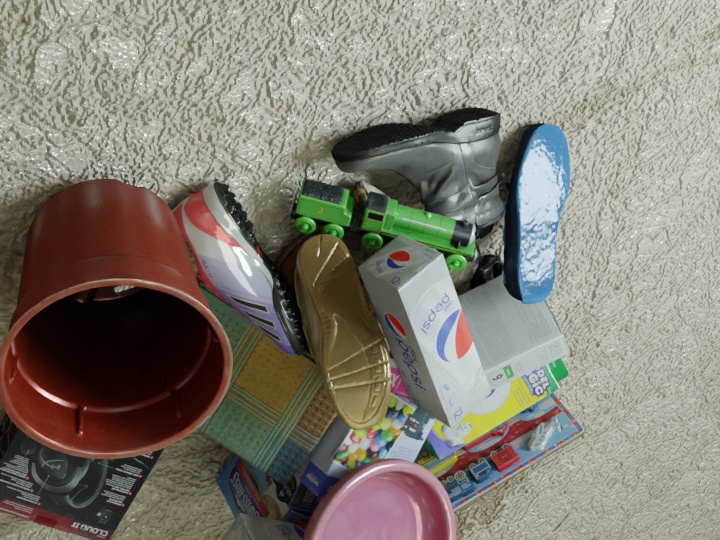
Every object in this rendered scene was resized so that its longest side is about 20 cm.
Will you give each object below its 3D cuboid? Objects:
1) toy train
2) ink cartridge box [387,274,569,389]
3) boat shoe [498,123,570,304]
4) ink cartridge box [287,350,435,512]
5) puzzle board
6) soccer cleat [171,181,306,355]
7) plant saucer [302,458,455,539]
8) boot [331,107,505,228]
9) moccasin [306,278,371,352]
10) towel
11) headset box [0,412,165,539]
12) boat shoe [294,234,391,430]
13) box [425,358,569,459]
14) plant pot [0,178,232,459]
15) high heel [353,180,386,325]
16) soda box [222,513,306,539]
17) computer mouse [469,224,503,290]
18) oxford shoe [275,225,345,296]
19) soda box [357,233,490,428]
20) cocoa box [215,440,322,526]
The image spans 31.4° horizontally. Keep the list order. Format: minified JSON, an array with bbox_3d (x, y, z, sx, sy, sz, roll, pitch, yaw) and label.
[{"bbox_3d":[0.026,-0.048,1.306,0.199,0.042,0.057,13,133,-3],"label":"toy train"},{"bbox_3d":[0.129,0.086,1.490,0.199,0.109,0.050,-26,145,4],"label":"ink cartridge box"},{"bbox_3d":[0.181,-0.066,1.436,0.084,0.069,0.201,9,94,-25],"label":"boat shoe"},{"bbox_3d":[0.013,0.188,1.398,0.119,0.042,0.201,22,99,-43],"label":"ink cartridge box"},{"bbox_3d":[0.152,0.198,1.576,0.199,0.151,0.017,-29,135,-8],"label":"puzzle board"},{"bbox_3d":[-0.121,0.008,1.294,0.073,0.068,0.201,-27,111,9],"label":"soccer cleat"},{"bbox_3d":[0.012,0.296,1.368,0.200,0.051,0.202,-6,100,-36],"label":"plant saucer"},{"bbox_3d":[0.068,-0.088,1.336,0.199,0.070,0.132,-12,113,-21],"label":"boot"},{"bbox_3d":[-0.030,0.091,1.407,0.077,0.074,0.202,29,119,-3],"label":"moccasin"},{"bbox_3d":[-0.124,0.121,1.359,0.199,0.022,0.147,34,108,-5],"label":"towel"},{"bbox_3d":[-0.294,0.182,1.322,0.148,0.077,0.201,23,112,-24],"label":"headset box"},{"bbox_3d":[-0.020,0.063,1.311,0.073,0.069,0.201,-13,89,-15],"label":"boat shoe"},{"bbox_3d":[0.150,0.129,1.551,0.199,0.048,0.118,-30,92,-10],"label":"box"},{"bbox_3d":[-0.227,0.030,1.164,0.199,0.196,0.202,-7,128,-9],"label":"plant pot"},{"bbox_3d":[0.000,0.000,1.401,0.142,0.072,0.200,-23,123,16],"label":"high heel"},{"bbox_3d":[-0.060,0.327,1.411,0.199,0.063,0.068,20,111,-37],"label":"soda box"},{"bbox_3d":[0.136,-0.028,1.472,0.058,0.034,0.201,-30,135,-9],"label":"computer mouse"},{"bbox_3d":[-0.069,0.040,1.376,0.071,0.071,0.201,19,111,-38],"label":"oxford shoe"},{"bbox_3d":[0.068,0.064,1.310,0.063,0.068,0.201,-38,129,-21],"label":"soda box"},{"bbox_3d":[-0.044,0.268,1.523,0.200,0.134,0.131,27,108,-42],"label":"cocoa box"}]
